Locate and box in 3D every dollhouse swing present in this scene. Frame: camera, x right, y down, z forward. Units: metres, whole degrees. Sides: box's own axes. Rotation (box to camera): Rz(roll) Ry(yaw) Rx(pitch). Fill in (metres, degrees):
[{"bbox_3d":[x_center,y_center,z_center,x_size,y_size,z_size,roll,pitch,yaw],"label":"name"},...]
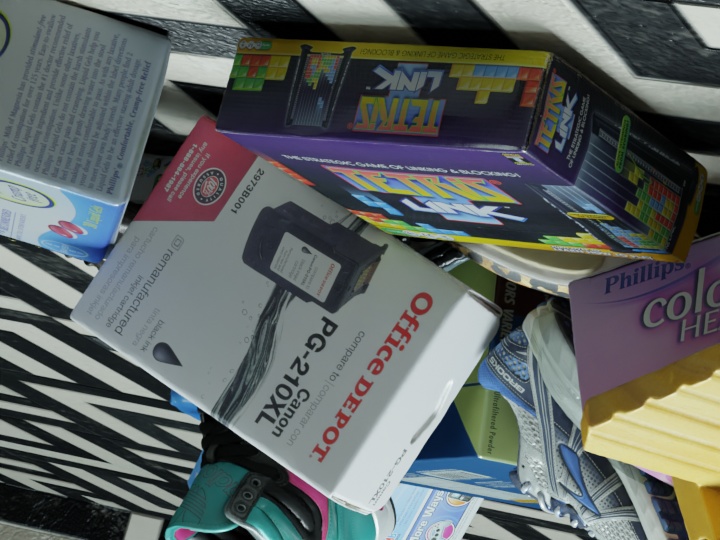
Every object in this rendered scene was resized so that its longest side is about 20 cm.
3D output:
[{"bbox_3d":[0.235,0.127,1.401,0.200,0.182,0.176,-26,164,39],"label":"dollhouse swing"}]

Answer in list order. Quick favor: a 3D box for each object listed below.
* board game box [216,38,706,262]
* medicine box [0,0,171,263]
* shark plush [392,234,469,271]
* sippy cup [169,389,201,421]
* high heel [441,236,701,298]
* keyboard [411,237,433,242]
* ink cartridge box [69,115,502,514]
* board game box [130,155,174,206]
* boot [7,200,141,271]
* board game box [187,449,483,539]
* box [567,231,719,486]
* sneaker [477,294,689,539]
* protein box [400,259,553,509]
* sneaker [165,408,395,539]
[{"bbox_3d":[0.053,-0.062,1.452,0.200,0.057,0.165,6,166,39],"label":"board game box"},{"bbox_3d":[-0.221,-0.093,1.586,0.200,0.103,0.182,16,168,-6],"label":"medicine box"},{"bbox_3d":[0.000,0.000,1.716,0.091,0.083,0.200,41,143,-7],"label":"shark plush"},{"bbox_3d":[-0.072,0.047,1.976,0.178,0.131,0.140,7,166,33],"label":"sippy cup"},{"bbox_3d":[0.146,0.002,1.614,0.200,0.072,0.143,4,160,11],"label":"high heel"},{"bbox_3d":[0.065,-0.033,1.698,0.200,0.021,0.127,12,167,23],"label":"keyboard"},{"bbox_3d":[-0.042,0.026,1.618,0.200,0.145,0.084,33,180,20],"label":"ink cartridge box"},{"bbox_3d":[-0.094,-0.039,1.834,0.200,0.035,0.126,4,164,44],"label":"board game box"},{"bbox_3d":[-0.166,-0.018,1.800,0.174,0.069,0.200,19,156,-10],"label":"boot"},{"bbox_3d":[0.009,0.102,1.912,0.196,0.200,0.056,10,-147,-29],"label":"board game box"},{"bbox_3d":[0.242,0.054,1.539,0.176,0.097,0.200,-19,151,28],"label":"box"},{"bbox_3d":[0.136,0.116,1.604,0.085,0.200,0.077,-31,174,29],"label":"sneaker"},{"bbox_3d":[0.116,0.073,1.759,0.200,0.135,0.198,12,169,-27],"label":"protein box"},{"bbox_3d":[-0.079,0.112,1.699,0.200,0.121,0.084,54,147,-3],"label":"sneaker"}]
